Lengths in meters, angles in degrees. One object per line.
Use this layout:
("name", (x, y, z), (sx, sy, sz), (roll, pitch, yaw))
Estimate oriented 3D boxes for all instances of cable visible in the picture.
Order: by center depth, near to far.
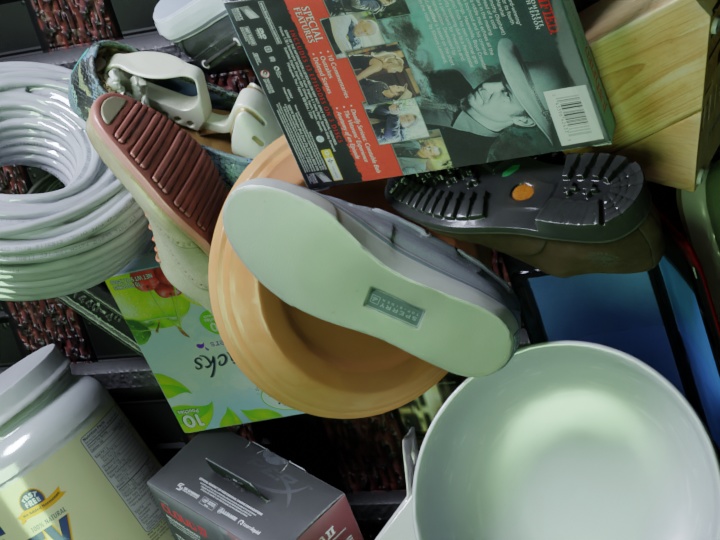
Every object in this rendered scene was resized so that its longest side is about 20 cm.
("cable", (-0.234, -0.065, 1.409), (0.199, 0.200, 0.069), (23, 136, 14))

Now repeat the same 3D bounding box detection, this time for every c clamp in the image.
("c clamp", (-0.162, -0.018, 1.506), (0.199, 0.027, 0.171), (28, 126, 9))

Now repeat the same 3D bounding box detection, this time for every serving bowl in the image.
("serving bowl", (0.136, 0.146, 1.285), (0.199, 0.066, 0.201), (-2, 84, 20))

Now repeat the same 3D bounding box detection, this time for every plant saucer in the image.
("plant saucer", (0.000, 0.000, 1.334), (0.037, 0.200, 0.201), (19, 135, 66))

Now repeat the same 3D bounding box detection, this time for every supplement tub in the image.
("supplement tub", (-0.225, 0.172, 1.568), (0.145, 0.145, 0.200), (-29, 101, 36))

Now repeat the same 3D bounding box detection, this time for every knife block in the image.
("knife block", (0.135, -0.123, 1.238), (0.175, 0.064, 0.200), (17, 140, 19))

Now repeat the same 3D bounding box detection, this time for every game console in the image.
("game console", (0.174, 0.063, 1.315), (0.172, 0.119, 0.201), (-9, 112, 29))

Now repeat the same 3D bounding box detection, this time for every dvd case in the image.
("dvd case", (0.035, -0.121, 1.206), (0.199, 0.022, 0.146), (-7, 128, 24))

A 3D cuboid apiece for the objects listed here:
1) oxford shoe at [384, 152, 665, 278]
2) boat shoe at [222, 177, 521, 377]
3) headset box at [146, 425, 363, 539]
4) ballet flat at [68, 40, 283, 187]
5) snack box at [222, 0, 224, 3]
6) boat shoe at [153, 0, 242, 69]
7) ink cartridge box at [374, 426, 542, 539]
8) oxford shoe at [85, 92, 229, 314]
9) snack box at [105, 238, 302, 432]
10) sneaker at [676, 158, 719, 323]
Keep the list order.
("oxford shoe", (0.098, -0.030, 1.256), (0.200, 0.073, 0.084), (16, 152, 42))
("boat shoe", (0.010, -0.002, 1.278), (0.200, 0.072, 0.070), (28, 117, 0))
("headset box", (-0.061, 0.210, 1.488), (0.148, 0.075, 0.200), (24, 145, 42))
("ballet flat", (-0.100, -0.102, 1.374), (0.199, 0.074, 0.074), (17, 125, -2))
("snack box", (0.005, -0.189, 1.221), (0.168, 0.068, 0.200), (-24, 122, 26))
("boat shoe", (-0.046, -0.182, 1.331), (0.200, 0.070, 0.066), (-23, 122, 32))
("ink cartridge box", (0.095, 0.191, 1.395), (0.200, 0.129, 0.125), (37, 92, 5))
("oxford shoe", (-0.120, -0.028, 1.351), (0.074, 0.071, 0.200), (-30, 107, 35))
("snack box", (-0.061, 0.033, 1.444), (0.199, 0.053, 0.143), (-12, 120, 27))
("sneaker", (0.269, 0.017, 1.270), (0.090, 0.067, 0.201), (-11, 108, 37))
